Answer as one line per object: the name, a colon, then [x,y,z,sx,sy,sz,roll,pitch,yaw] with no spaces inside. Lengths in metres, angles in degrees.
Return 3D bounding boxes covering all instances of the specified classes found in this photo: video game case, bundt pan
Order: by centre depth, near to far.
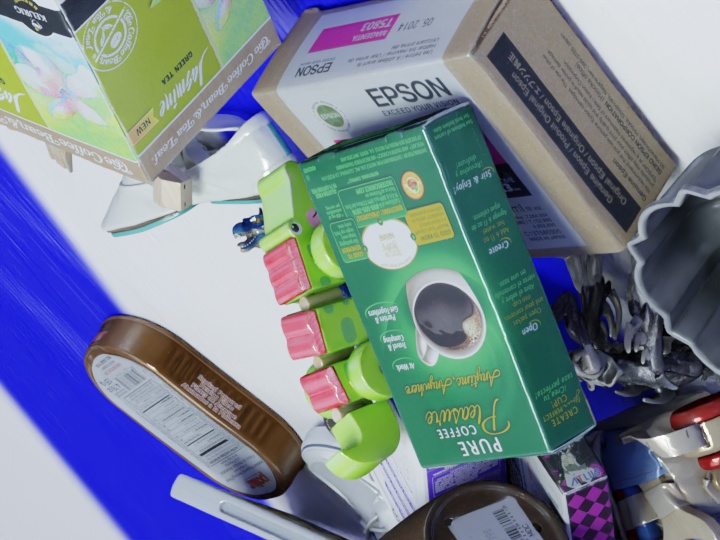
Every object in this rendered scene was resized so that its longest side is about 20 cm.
bundt pan: [0.256,-0.003,1.446,0.202,0.076,0.202,25,150,16]
video game case: [0.116,0.133,1.668,0.200,0.036,0.181,77,168,-48]
video game case: [-0.030,0.217,2.037,0.182,0.023,0.200,21,175,29]

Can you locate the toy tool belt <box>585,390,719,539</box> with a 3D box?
toy tool belt: [0.211,0.144,1.650,0.123,0.125,0.200,67,161,0]

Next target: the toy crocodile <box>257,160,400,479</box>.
toy crocodile: [-0.023,0.030,1.597,0.067,0.062,0.200,-23,83,52]

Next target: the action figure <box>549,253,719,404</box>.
action figure: [0.150,0.029,1.568,0.200,0.102,0.119,3,177,-30]

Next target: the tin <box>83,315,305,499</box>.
tin: [-0.134,0.112,2.062,0.200,0.042,0.112,38,155,-10]

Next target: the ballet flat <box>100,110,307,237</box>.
ballet flat: [-0.113,-0.071,1.740,0.200,0.070,0.069,-11,129,47]

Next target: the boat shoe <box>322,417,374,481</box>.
boat shoe: [0.052,0.156,1.919,0.200,0.057,0.067,28,151,9]

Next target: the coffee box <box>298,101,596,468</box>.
coffee box: [0.049,0.013,1.474,0.123,0.044,0.200,-15,100,51]

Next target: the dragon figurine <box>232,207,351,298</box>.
dragon figurine: [0.000,0.000,1.712,0.059,0.100,0.200,-9,171,43]

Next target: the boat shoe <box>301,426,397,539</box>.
boat shoe: [0.035,0.191,1.980,0.200,0.065,0.074,29,152,8]

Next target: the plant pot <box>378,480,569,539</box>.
plant pot: [0.060,0.224,1.610,0.187,0.187,0.200,29,138,8]

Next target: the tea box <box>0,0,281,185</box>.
tea box: [-0.184,-0.184,1.524,0.200,0.134,0.197,22,151,38]

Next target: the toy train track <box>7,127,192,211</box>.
toy train track: [-0.188,-0.093,1.737,0.200,0.033,0.115,35,138,34]

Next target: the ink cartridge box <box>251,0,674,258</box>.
ink cartridge box: [0.058,-0.084,1.523,0.200,0.075,0.165,-5,135,50]

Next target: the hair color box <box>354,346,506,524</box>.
hair color box: [0.048,0.116,1.702,0.200,0.065,0.109,85,158,-57]
